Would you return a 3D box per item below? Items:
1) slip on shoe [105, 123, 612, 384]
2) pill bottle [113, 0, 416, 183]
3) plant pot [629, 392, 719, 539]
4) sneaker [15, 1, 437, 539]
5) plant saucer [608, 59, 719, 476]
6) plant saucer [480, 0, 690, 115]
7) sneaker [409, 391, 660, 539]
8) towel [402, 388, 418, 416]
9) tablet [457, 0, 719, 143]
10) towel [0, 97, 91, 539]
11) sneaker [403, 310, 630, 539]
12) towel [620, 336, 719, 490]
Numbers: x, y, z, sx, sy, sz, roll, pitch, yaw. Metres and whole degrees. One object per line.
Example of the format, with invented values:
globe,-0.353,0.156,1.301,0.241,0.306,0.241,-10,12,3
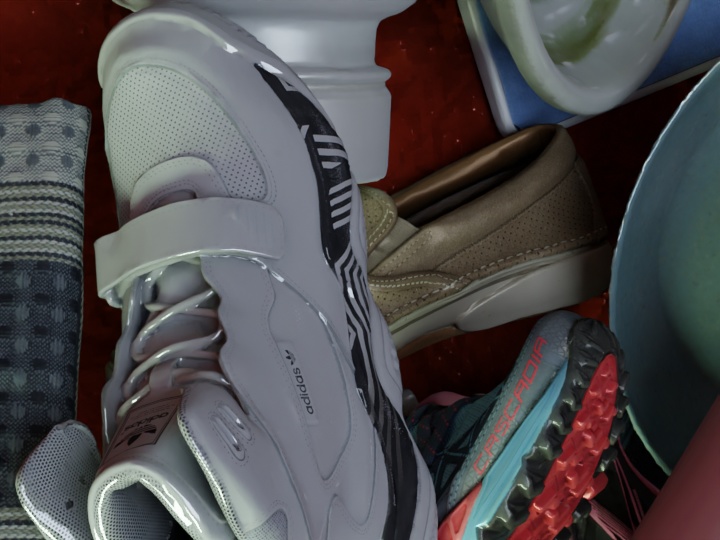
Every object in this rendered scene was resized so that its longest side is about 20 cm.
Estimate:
slip on shoe,0.000,0.000,0.812,0.200,0.076,0.061,-16,109,-23
pill bottle,-0.032,-0.131,0.761,0.114,0.114,0.200,-1,98,-23
plant pot,0.186,0.078,0.741,0.179,0.200,0.200,-45,111,-5
sneaker,-0.047,0.018,0.670,0.115,0.075,0.200,-14,84,-60
plant saucer,0.169,-0.007,0.843,0.201,0.039,0.201,-8,109,-22
plant saucer,0.072,-0.155,0.790,0.200,0.050,0.200,-31,126,-56
sneaker,0.095,0.122,0.823,0.095,0.079,0.200,-25,91,-29
towel,-0.031,0.143,0.843,0.200,0.034,0.133,-39,109,-13
tablet,0.122,-0.140,0.880,0.200,0.014,0.130,-23,106,-18
towel,-0.182,0.037,0.688,0.200,0.035,0.193,-1,65,1
sneaker,0.006,0.082,0.755,0.096,0.079,0.200,42,114,17
towel,0.167,0.037,0.904,0.112,0.049,0.200,34,83,-23
